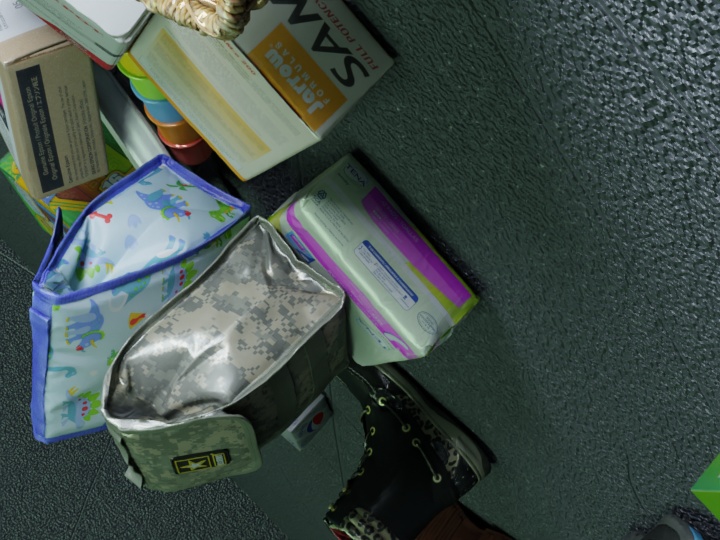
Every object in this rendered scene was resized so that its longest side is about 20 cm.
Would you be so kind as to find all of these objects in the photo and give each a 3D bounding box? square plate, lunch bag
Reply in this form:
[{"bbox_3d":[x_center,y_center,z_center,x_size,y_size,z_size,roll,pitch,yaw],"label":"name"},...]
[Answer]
[{"bbox_3d":[-0.210,-0.127,1.276,0.201,0.028,0.198,56,173,-12],"label":"square plate"},{"bbox_3d":[-0.107,0.084,1.085,0.117,0.200,0.164,41,163,16],"label":"lunch bag"},{"bbox_3d":[-0.197,0.029,1.150,0.126,0.200,0.171,28,133,18],"label":"lunch bag"}]

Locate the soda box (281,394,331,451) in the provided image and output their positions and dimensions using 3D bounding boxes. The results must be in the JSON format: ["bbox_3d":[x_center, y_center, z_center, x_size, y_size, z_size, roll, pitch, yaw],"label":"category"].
[{"bbox_3d":[-0.129,0.133,1.757,0.199,0.063,0.068,38,164,24],"label":"soda box"}]

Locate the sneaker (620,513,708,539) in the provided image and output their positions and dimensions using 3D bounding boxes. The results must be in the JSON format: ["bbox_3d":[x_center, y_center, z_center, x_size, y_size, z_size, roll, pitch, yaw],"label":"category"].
[{"bbox_3d":[0.233,0.249,1.103,0.073,0.082,0.200,43,163,9],"label":"sneaker"}]

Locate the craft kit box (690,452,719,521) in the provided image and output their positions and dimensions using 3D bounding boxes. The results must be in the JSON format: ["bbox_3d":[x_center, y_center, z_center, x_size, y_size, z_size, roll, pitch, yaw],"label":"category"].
[{"bbox_3d":[0.314,0.184,0.812,0.198,0.048,0.200,49,164,-4],"label":"craft kit box"}]

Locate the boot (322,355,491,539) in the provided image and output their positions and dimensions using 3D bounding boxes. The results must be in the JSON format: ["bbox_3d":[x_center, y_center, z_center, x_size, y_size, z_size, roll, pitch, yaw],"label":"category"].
[{"bbox_3d":[0.007,0.178,1.359,0.203,0.154,0.074,39,164,17],"label":"boot"}]

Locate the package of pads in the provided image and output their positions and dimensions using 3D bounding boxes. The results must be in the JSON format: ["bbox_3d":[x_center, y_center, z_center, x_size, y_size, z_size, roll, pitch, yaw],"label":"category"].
[{"bbox_3d":[0.000,0.000,1.094,0.155,0.068,0.200,48,165,-6],"label":"package of pads"}]

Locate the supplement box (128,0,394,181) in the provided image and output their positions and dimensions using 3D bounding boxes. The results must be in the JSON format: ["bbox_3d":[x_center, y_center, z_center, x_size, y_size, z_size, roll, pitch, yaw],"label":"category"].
[{"bbox_3d":[-0.071,-0.139,0.910,0.126,0.074,0.200,48,164,-10],"label":"supplement box"}]

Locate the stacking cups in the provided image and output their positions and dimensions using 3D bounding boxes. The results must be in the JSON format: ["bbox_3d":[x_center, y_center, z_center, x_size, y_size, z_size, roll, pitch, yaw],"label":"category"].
[{"bbox_3d":[-0.154,-0.147,1.139,0.060,0.061,0.200,37,166,23],"label":"stacking cups"}]

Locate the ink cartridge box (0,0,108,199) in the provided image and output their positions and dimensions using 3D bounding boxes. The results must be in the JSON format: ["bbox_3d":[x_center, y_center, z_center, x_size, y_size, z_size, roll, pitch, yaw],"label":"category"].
[{"bbox_3d":[-0.286,-0.189,1.173,0.201,0.074,0.166,57,160,32],"label":"ink cartridge box"}]

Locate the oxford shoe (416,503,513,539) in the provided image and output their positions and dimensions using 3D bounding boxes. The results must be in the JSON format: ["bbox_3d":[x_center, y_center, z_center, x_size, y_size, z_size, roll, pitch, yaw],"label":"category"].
[{"bbox_3d":[0.115,0.317,1.596,0.199,0.071,0.074,28,160,46],"label":"oxford shoe"}]

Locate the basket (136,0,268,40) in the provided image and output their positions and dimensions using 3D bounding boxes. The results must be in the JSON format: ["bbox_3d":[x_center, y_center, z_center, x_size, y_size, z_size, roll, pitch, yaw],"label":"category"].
[{"bbox_3d":[-0.090,-0.222,0.616,0.199,0.149,0.143,35,162,34],"label":"basket"}]

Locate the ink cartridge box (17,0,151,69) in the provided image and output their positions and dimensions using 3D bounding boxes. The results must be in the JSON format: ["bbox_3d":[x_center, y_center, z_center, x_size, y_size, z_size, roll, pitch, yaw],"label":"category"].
[{"bbox_3d":[-0.195,-0.215,0.926,0.144,0.084,0.200,37,176,-13],"label":"ink cartridge box"}]

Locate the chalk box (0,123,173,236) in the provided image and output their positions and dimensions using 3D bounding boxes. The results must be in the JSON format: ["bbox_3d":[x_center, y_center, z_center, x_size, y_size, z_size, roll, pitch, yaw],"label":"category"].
[{"bbox_3d":[-0.284,-0.093,1.470,0.199,0.125,0.124,34,161,30],"label":"chalk box"}]
